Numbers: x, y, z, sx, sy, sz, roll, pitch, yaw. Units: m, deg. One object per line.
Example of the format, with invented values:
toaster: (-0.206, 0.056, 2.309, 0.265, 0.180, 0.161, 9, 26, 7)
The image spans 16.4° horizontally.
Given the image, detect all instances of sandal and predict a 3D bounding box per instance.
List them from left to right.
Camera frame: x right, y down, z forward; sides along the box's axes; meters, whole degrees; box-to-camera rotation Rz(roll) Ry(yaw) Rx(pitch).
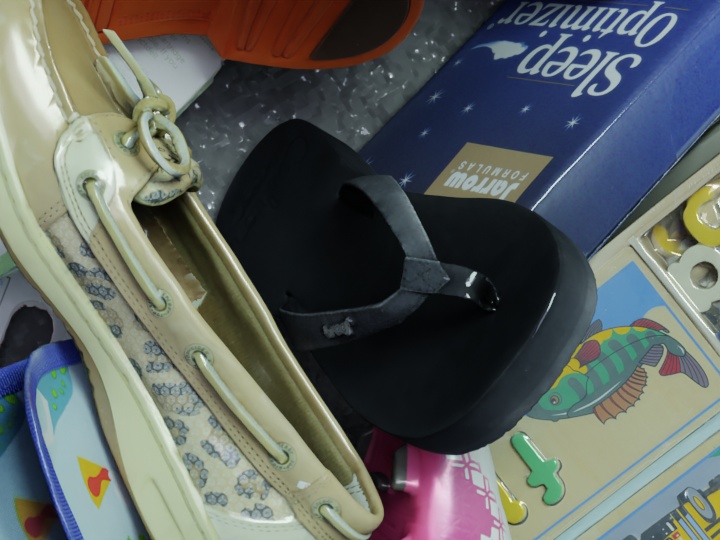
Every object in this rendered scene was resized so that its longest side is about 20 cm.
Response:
sandal: (-0.001, 0.000, 0.757, 0.043, 0.200, 0.076, 29, 88, -33)

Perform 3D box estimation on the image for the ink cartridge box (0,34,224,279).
ink cartridge box: (-0.099, -0.115, 0.819, 0.146, 0.048, 0.200, 48, 59, -10)

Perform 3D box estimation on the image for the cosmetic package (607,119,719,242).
cosmetic package: (0.180, 0.029, 0.822, 0.073, 0.104, 0.200, -39, 89, -32)

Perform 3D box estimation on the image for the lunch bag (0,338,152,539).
lunch bag: (-0.109, 0.120, 0.743, 0.199, 0.127, 0.171, -22, 90, -41)

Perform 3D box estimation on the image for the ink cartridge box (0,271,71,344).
ink cartridge box: (-0.188, 0.011, 0.803, 0.199, 0.050, 0.162, 26, 74, -24)

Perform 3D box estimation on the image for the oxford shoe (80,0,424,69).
oxford shoe: (-0.079, -0.115, 0.777, 0.199, 0.071, 0.073, 10, 47, -23)

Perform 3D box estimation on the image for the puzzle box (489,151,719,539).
puzzle box: (0.086, 0.069, 0.786, 0.200, 0.025, 0.133, -41, 87, 20)

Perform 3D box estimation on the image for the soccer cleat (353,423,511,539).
soccer cleat: (0.037, 0.134, 0.774, 0.086, 0.070, 0.201, 2, 91, -17)

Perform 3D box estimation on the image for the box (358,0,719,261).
box: (0.070, -0.058, 0.817, 0.200, 0.121, 0.032, -48, 117, -15)

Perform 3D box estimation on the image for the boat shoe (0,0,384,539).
boat shoe: (-0.057, -0.003, 0.738, 0.062, 0.073, 0.201, -22, 99, 20)
